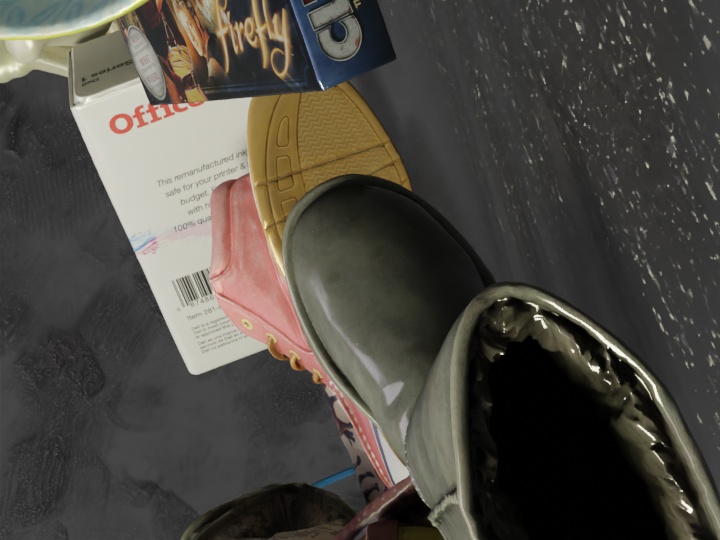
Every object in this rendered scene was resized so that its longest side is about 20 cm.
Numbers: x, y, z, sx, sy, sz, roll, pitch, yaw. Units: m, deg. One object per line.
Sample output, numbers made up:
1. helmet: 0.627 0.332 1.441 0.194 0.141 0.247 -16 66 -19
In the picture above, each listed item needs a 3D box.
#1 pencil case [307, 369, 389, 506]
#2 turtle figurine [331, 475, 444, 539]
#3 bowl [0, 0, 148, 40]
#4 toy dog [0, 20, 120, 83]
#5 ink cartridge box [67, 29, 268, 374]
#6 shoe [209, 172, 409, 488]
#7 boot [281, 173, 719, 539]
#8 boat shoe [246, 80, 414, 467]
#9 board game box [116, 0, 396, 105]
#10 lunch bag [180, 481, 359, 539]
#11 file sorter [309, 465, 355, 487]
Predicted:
1. pencil case: 0.034 0.118 0.827 0.202 0.077 0.090 67 154 17
2. turtle figurine: -0.006 0.182 0.606 0.144 0.191 0.203 -66 -24 -75
3. bowl: -0.097 -0.182 0.445 0.108 0.198 0.202 -53 -52 -54
4. toy dog: -0.185 -0.207 0.894 0.139 0.195 0.200 28 170 19
5. ink cartridge box: -0.073 -0.057 0.889 0.084 0.143 0.202 -111 1 -56
6. shoe: -0.016 0.032 0.782 0.071 0.090 0.202 -1 -108 -62
7. boot: 0.028 0.032 0.409 0.183 0.072 0.200 54 -179 11
8. boat shoe: 0.000 0.000 0.691 0.069 0.070 0.202 -129 16 -80
9. board game box: -0.065 -0.139 0.604 0.199 0.034 0.137 8 121 64
10. lunch bag: -0.042 0.220 0.787 0.200 0.116 0.166 -118 26 -78
11. file sorter: 0.047 0.225 0.953 0.139 0.121 0.202 -122 10 -77
